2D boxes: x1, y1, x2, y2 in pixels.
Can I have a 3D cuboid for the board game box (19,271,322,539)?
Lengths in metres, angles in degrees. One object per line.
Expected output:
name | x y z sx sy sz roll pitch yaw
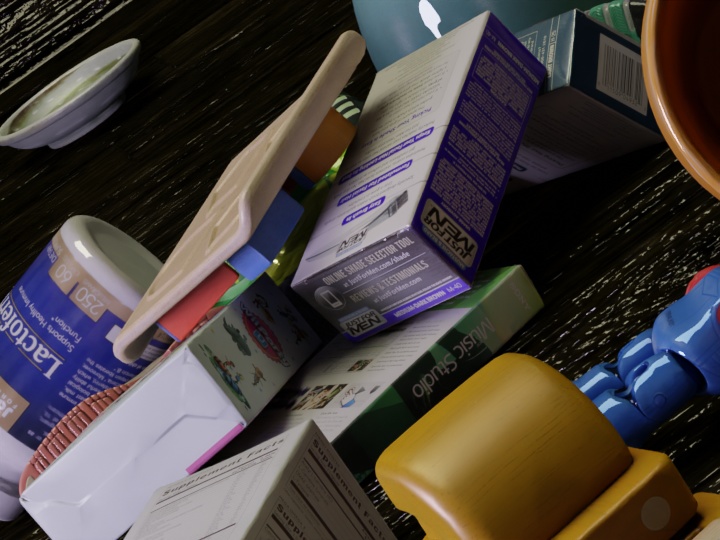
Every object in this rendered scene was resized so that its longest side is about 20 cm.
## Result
board game box | -0.114 0.089 1.676 0.147 0.064 0.200 -40 3 18

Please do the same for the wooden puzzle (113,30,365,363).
wooden puzzle | -0.068 -0.039 1.734 0.200 0.046 0.186 -46 10 48

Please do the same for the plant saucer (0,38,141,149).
plant saucer | -0.323 -0.189 3.091 0.199 0.050 0.200 -32 16 10

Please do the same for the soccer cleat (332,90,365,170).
soccer cleat | -0.003 -0.106 2.161 0.081 0.068 0.200 -26 23 8

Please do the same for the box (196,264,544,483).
box | 0.004 0.073 1.651 0.200 0.036 0.144 -44 18 -26

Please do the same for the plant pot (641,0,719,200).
plant pot | 0.246 -0.117 1.466 0.200 0.201 0.183 -34 -1 0

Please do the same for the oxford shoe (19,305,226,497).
oxford shoe | -0.146 0.106 1.835 0.200 0.071 0.074 -36 -6 -16

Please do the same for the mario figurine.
mario figurine | 0.195 0.038 1.330 0.200 0.106 0.124 -42 50 12

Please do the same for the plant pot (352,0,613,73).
plant pot | 0.086 -0.213 2.102 0.200 0.161 0.201 -31 16 10

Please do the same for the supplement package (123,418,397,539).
supplement package | -0.065 0.183 1.313 0.113 0.110 0.200 -25 18 30

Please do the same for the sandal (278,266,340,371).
sandal | -0.001 0.000 1.822 0.200 0.076 0.043 -37 -11 -13

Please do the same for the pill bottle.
pill bottle | -0.216 0.070 1.896 0.200 0.115 0.116 -51 13 11

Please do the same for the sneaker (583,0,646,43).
sneaker | 0.172 -0.149 1.911 0.199 0.075 0.087 -10 4 36

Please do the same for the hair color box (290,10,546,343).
hair color box | 0.039 -0.060 1.699 0.109 0.065 0.201 -26 29 41

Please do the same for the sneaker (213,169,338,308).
sneaker | -0.075 -0.014 1.879 0.074 0.084 0.200 -24 -16 -42

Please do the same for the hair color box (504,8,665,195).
hair color box | 0.105 -0.106 1.830 0.199 0.100 0.061 -19 56 45

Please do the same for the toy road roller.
toy road roller | 0.091 0.117 1.121 0.123 0.146 0.200 -40 16 -18
